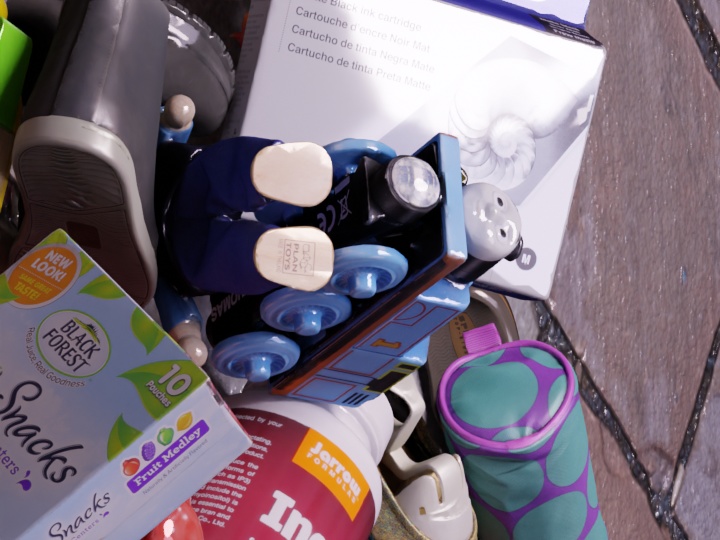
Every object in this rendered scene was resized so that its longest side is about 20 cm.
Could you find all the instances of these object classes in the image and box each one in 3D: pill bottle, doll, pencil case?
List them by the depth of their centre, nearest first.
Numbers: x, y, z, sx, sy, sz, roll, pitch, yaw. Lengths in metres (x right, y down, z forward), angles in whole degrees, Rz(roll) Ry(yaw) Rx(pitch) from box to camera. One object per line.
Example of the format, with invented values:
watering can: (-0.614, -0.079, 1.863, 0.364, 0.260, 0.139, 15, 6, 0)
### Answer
doll: (-0.079, -0.019, 1.381, 0.048, 0.200, 0.137, -1, 91, -28)
pill bottle: (-0.057, 0.138, 1.474, 0.200, 0.113, 0.113, -62, 139, -40)
pencil case: (0.100, 0.128, 1.653, 0.200, 0.085, 0.093, 74, 1, -48)

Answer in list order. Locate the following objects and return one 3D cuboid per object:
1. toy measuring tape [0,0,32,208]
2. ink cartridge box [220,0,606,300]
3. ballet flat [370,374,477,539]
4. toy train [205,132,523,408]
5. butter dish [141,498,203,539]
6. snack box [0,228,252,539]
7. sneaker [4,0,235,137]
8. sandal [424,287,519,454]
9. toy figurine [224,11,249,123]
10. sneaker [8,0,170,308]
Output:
toy measuring tape: (-0.202, -0.038, 1.281, 0.074, 0.073, 0.201, 33, 64, -54)
ink cartridge box: (0.032, -0.102, 1.496, 0.199, 0.041, 0.201, 14, 84, -21)
ballet flat: (0.022, 0.103, 1.580, 0.071, 0.071, 0.200, -19, 79, -58)
toy train: (0.000, 0.000, 1.405, 0.114, 0.200, 0.087, 10, 60, -30)
butter dish: (-0.140, 0.127, 1.300, 0.200, 0.147, 0.200, 42, 54, -51)
snack box: (-0.164, 0.089, 1.181, 0.200, 0.142, 0.053, -39, 134, -9)
sneaker: (-0.140, -0.111, 1.398, 0.200, 0.076, 0.091, 39, 67, -45)
sandal: (0.087, 0.095, 1.740, 0.055, 0.081, 0.200, -78, 152, -64)
toy figurine: (-0.019, -0.104, 1.546, 0.200, 0.150, 0.184, 48, 59, -37)
sneaker: (-0.122, -0.057, 1.346, 0.200, 0.075, 0.107, 104, 0, -64)
